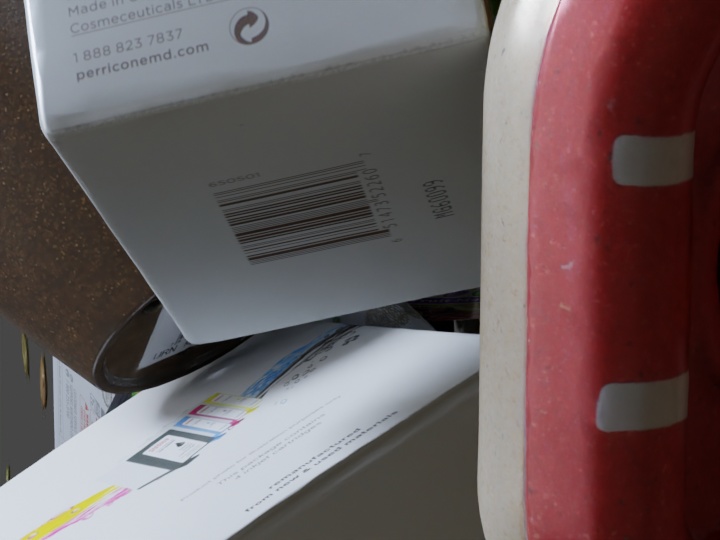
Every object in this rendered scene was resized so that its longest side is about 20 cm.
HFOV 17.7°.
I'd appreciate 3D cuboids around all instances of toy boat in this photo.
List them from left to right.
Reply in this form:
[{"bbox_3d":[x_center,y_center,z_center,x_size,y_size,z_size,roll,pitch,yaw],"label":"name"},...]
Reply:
[{"bbox_3d":[0.106,-0.004,0.510,0.130,0.130,0.201,11,106,43],"label":"toy boat"}]

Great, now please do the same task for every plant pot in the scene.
[{"bbox_3d":[-0.100,-0.065,0.784,0.200,0.186,0.187,56,154,17],"label":"plant pot"}]

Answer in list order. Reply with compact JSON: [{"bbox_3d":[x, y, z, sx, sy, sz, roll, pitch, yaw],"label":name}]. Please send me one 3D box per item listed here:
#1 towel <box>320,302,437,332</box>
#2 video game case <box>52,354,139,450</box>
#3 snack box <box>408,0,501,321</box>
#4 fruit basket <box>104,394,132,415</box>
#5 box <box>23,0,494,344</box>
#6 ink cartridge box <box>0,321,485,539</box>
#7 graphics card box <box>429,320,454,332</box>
[{"bbox_3d":[-0.004,0.051,0.843,0.200,0.031,0.150,40,153,40],"label":"towel"},{"bbox_3d":[-0.099,0.102,1.077,0.182,0.023,0.201,47,142,46],"label":"video game case"},{"bbox_3d":[0.043,-0.086,0.773,0.200,0.067,0.169,135,131,-68],"label":"snack box"},{"bbox_3d":[-0.127,0.167,0.974,0.185,0.093,0.201,-70,-20,-66],"label":"fruit basket"},{"bbox_3d":[-0.025,-0.105,0.617,0.152,0.106,0.201,65,-165,-68],"label":"box"},{"bbox_3d":[-0.016,0.114,0.735,0.148,0.144,0.200,63,158,-12],"label":"ink cartridge box"},{"bbox_3d":[0.000,0.000,0.977,0.125,0.051,0.201,-168,77,-75],"label":"graphics card box"}]
